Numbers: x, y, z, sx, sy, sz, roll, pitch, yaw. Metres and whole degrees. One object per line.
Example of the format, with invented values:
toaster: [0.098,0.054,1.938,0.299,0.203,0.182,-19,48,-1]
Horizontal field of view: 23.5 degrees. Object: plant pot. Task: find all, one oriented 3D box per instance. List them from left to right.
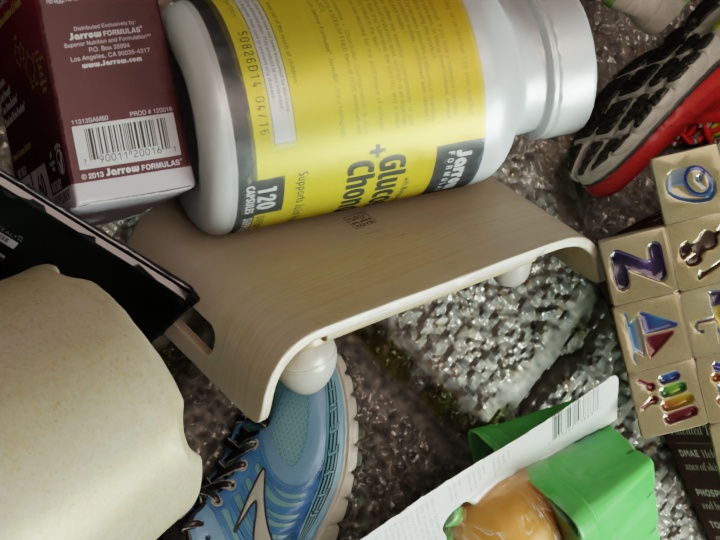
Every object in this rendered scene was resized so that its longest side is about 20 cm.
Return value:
plant pot: [-0.179,0.095,0.747,0.183,0.200,0.201,-33,98,-32]

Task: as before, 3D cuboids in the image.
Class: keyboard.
keyboard: [-0.175,-0.027,0.806,0.200,0.104,0.040,34,49,-17]

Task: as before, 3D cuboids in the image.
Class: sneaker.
sneaker: [-0.057,0.116,0.850,0.090,0.078,0.200,13,79,-18]
sneaker: [0.204,-0.097,0.989,0.200,0.077,0.085,-40,105,-22]

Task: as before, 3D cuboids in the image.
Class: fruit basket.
fruit basket: [0.054,0.158,0.865,0.200,0.094,0.185,-28,134,-14]

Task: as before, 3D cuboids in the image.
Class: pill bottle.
pill bottle: [0.007,-0.088,0.835,0.200,0.112,0.112,-12,89,-16]

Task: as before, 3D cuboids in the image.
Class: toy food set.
toy food set: [0.000,0.000,0.857,0.200,0.143,0.061,-19,126,-27]

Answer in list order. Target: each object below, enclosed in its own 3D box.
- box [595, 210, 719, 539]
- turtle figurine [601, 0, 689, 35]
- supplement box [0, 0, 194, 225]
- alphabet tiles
box: [0.262,0.038,0.948,0.166,0.164,0.200,-26,95,-23]
turtle figurine: [0.099,-0.224,0.919,0.194,0.144,0.200,25,79,-23]
supplement box: [-0.140,-0.125,0.822,0.061,0.109,0.200,-10,88,-24]
alphabet tiles: [0.222,0.011,0.835,0.200,0.006,0.167,-14,95,2]
